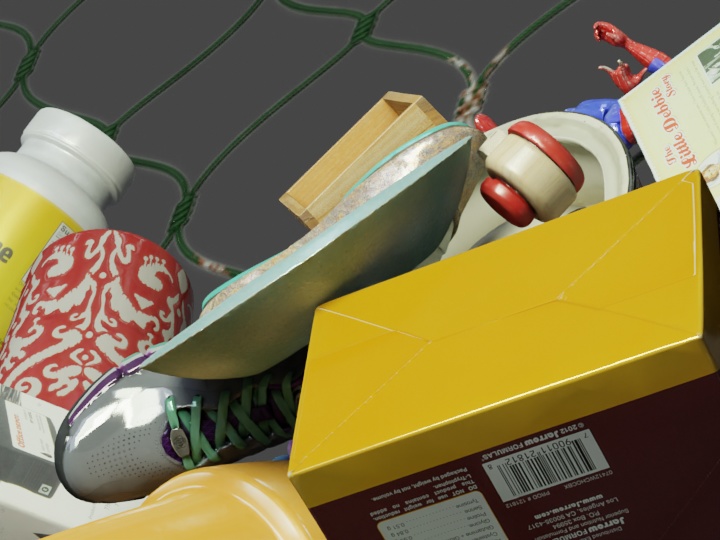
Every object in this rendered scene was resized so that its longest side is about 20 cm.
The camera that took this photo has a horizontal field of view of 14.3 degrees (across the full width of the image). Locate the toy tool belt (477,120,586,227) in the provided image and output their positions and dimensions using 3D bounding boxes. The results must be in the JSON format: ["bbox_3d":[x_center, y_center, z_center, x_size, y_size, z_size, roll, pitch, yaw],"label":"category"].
[{"bbox_3d":[0.103,0.036,1.423,0.123,0.200,0.125,-47,23,-8],"label":"toy tool belt"}]

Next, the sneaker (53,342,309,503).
[{"bbox_3d":[-0.060,0.065,1.481,0.200,0.074,0.088,-25,13,-17],"label":"sneaker"}]

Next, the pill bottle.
[{"bbox_3d":[-0.239,-0.008,1.939,0.112,0.112,0.200,7,58,51],"label":"pill bottle"}]

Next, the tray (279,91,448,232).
[{"bbox_3d":[0.003,-0.060,1.725,0.099,0.037,0.200,-44,7,0],"label":"tray"}]

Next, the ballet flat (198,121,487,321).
[{"bbox_3d":[0.000,0.000,1.582,0.200,0.068,0.067,-38,51,19],"label":"ballet flat"}]

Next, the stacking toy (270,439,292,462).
[{"bbox_3d":[-0.057,0.164,1.571,0.200,0.085,0.085,-44,32,7],"label":"stacking toy"}]

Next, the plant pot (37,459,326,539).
[{"bbox_3d":[-0.101,0.196,1.402,0.200,0.183,0.200,-1,89,48],"label":"plant pot"}]

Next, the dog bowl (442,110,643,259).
[{"bbox_3d":[0.085,0.011,1.590,0.200,0.074,0.200,-29,34,22],"label":"dog bowl"}]

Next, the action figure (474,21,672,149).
[{"bbox_3d":[0.130,-0.099,1.647,0.200,0.099,0.065,-10,44,39],"label":"action figure"}]

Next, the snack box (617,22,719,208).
[{"bbox_3d":[0.210,-0.062,1.478,0.116,0.037,0.200,-37,33,14],"label":"snack box"}]

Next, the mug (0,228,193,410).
[{"bbox_3d":[-0.188,0.075,1.750,0.177,0.133,0.200,4,40,4],"label":"mug"}]

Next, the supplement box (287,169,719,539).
[{"bbox_3d":[0.104,0.097,1.307,0.197,0.200,0.133,-20,30,18],"label":"supplement box"}]

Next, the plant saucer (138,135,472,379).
[{"bbox_3d":[-0.017,0.005,1.424,0.201,0.039,0.201,-35,3,2],"label":"plant saucer"}]

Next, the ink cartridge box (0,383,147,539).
[{"bbox_3d":[-0.214,0.140,1.615,0.084,0.200,0.145,-79,17,-44],"label":"ink cartridge box"}]
